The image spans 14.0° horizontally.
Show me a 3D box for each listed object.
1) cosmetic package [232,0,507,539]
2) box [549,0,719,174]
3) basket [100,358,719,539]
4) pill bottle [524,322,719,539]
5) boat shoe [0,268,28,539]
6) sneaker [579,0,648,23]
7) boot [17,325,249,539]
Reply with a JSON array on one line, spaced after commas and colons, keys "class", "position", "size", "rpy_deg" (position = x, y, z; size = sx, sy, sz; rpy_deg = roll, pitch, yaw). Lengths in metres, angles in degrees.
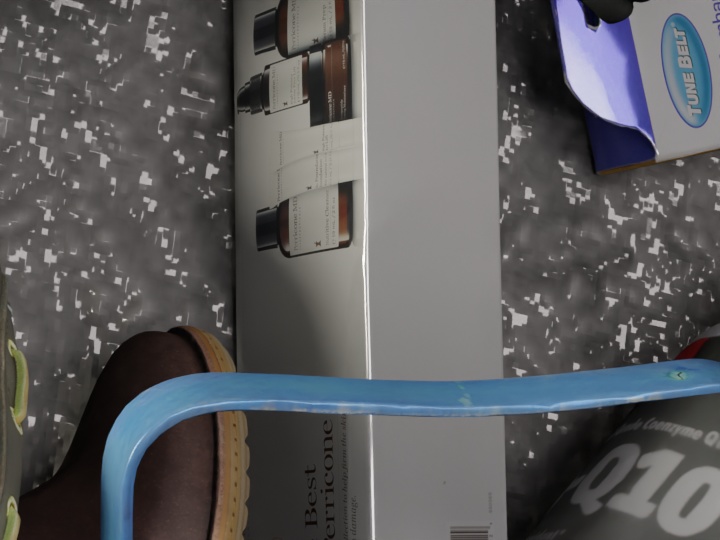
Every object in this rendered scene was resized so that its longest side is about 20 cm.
[{"class": "cosmetic package", "position": [0.000, 0.000, 0.862], "size": [0.050, 0.082, 0.201], "rpy_deg": [2, 83, -28]}, {"class": "box", "position": [0.136, -0.104, 0.982], "size": [0.199, 0.041, 0.120], "rpy_deg": [-12, 90, -29]}, {"class": "basket", "position": [0.013, 0.119, 0.738], "size": [0.175, 0.139, 0.201], "rpy_deg": [1, 113, -21]}, {"class": "pill bottle", "position": [0.120, 0.088, 0.905], "size": [0.114, 0.114, 0.200], "rpy_deg": [51, 62, -16]}, {"class": "boat shoe", "position": [-0.120, 0.029, 0.747], "size": [0.072, 0.202, 0.061], "rpy_deg": [-16, 119, 3]}, {"class": "sneaker", "position": [0.058, -0.154, 0.894], "size": [0.099, 0.200, 0.071], "rpy_deg": [-39, 137, 9]}, {"class": "boot", "position": [-0.124, 0.085, 0.783], "size": [0.166, 0.072, 0.201], "rpy_deg": [24, 71, -25]}]
